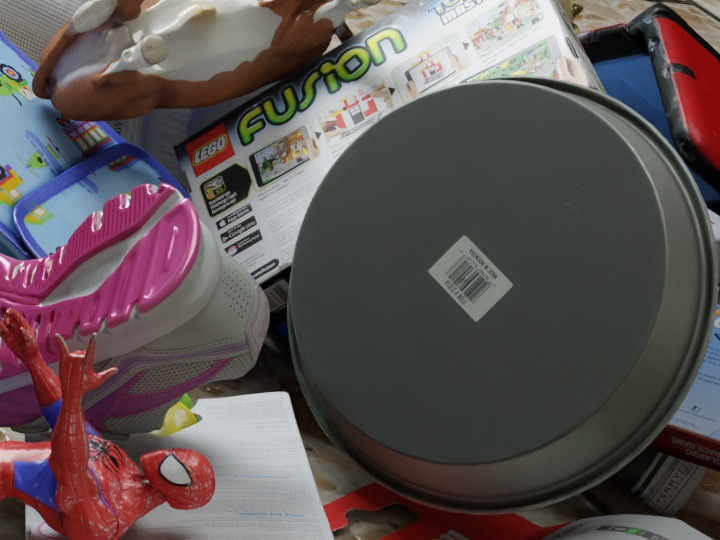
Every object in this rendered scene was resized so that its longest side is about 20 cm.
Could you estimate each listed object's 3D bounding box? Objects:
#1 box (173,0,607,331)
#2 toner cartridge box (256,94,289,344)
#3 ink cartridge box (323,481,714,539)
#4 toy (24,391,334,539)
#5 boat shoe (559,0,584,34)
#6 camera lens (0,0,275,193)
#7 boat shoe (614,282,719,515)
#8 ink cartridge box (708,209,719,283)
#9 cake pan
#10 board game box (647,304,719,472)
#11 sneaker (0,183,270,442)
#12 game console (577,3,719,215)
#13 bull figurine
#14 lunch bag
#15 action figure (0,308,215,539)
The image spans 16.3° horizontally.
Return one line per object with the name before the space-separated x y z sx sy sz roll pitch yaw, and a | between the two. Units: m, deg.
box | 0.014 -0.064 1.188 0.035 0.200 0.110 47 17 -48
toner cartridge box | 0.000 0.000 1.230 0.043 0.095 0.200 8 23 -44
ink cartridge box | 0.072 0.129 1.058 0.200 0.050 0.161 31 25 24
toy | -0.075 0.101 0.995 0.115 0.047 0.200 -3 21 -7
boat shoe | 0.078 -0.129 1.268 0.066 0.200 0.074 -41 24 -20
camera lens | -0.137 -0.141 1.368 0.200 0.160 0.160 26 23 18
boat shoe | 0.158 0.045 1.258 0.071 0.072 0.200 36 28 0
ink cartridge box | 0.088 -0.011 1.340 0.200 0.084 0.145 -5 32 -46
cake pan | 0.055 0.005 1.096 0.200 0.201 0.037 29 -3 25
board game box | 0.181 0.058 1.171 0.199 0.020 0.103 18 39 22
sneaker | -0.118 0.035 1.016 0.088 0.200 0.082 39 50 -38
game console | 0.188 -0.046 1.405 0.200 0.119 0.173 35 31 -34
bull figurine | -0.060 -0.121 1.210 0.200 0.121 0.065 -23 84 -26
lunch bag | -0.145 -0.011 1.188 0.200 0.094 0.151 34 23 5
action figure | -0.152 0.052 0.928 0.199 0.099 0.065 5 22 6
